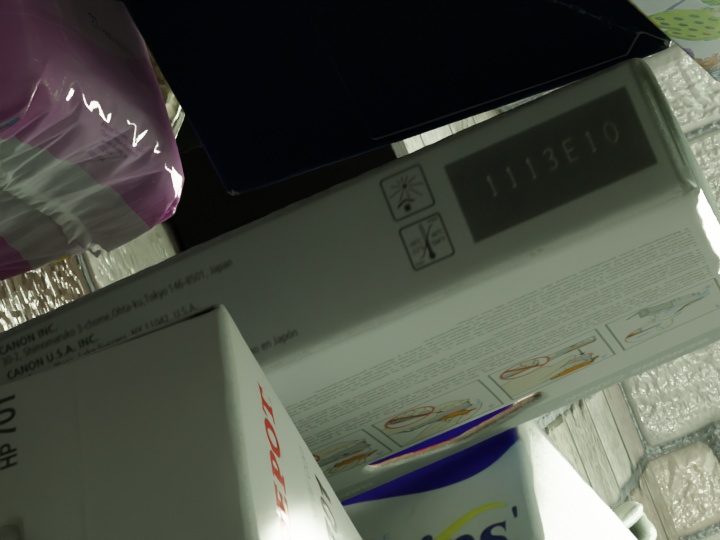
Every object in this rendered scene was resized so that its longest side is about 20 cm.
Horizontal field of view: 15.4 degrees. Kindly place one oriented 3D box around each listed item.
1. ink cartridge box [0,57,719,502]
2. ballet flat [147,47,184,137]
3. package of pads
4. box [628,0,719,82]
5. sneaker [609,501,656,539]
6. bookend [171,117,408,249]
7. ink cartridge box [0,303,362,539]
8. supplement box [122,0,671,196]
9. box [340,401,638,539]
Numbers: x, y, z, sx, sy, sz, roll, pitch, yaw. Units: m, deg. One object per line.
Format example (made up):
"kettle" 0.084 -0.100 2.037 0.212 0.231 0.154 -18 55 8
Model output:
"ink cartridge box" 0.009 0.019 0.760 0.174 0.199 0.044 40 28 -73
"ballet flat" -0.086 -0.108 0.877 0.046 0.067 0.201 26 57 -40
"package of pads" -0.117 -0.104 0.703 0.121 0.075 0.201 48 22 -73
"box" 0.095 -0.177 0.636 0.192 0.121 0.201 26 51 -64
"sneaker" 0.151 0.209 1.587 0.201 0.081 0.075 -98 166 -53
"bookend" 0.000 0.000 1.115 0.199 0.092 0.201 -85 153 -72
"ink cartridge box" -0.026 0.133 0.651 0.147 0.085 0.201 -101 168 -48
"supplement box" -0.006 -0.170 0.741 0.200 0.133 0.201 -78 146 -56
"box" 0.057 0.179 0.863 0.184 0.104 0.201 48 26 -46
